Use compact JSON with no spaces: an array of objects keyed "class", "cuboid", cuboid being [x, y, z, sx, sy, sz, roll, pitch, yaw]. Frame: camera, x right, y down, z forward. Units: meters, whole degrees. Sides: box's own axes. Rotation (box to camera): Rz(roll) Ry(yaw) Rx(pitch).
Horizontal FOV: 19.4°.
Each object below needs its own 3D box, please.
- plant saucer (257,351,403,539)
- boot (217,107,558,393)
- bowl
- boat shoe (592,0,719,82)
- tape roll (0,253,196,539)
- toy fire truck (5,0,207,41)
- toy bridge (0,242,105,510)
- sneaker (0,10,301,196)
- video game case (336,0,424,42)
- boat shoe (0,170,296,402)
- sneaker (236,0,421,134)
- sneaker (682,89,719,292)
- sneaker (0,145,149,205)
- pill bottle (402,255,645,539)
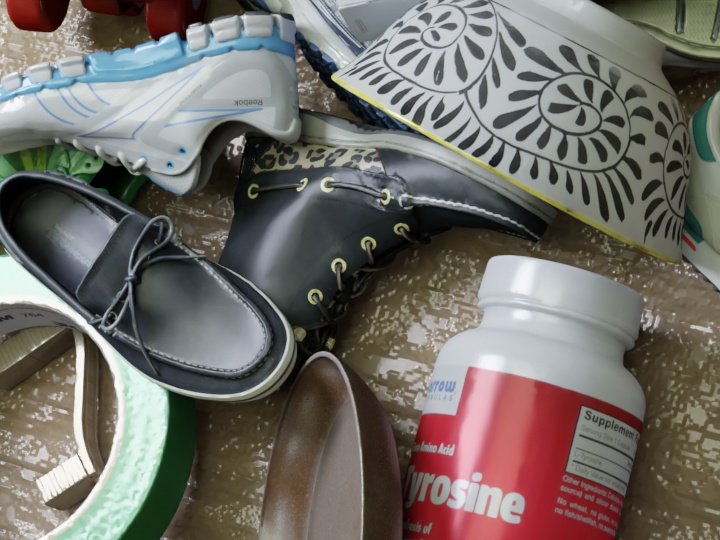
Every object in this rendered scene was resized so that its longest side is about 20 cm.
[{"class":"plant saucer","cuboid":[-0.015,0.143,1.077,0.032,0.200,0.202,6,74,-15]},{"class":"boot","cuboid":[0.000,0.000,1.155,0.203,0.073,0.155,16,83,33]},{"class":"bowl","cuboid":[0.094,-0.090,1.055,0.200,0.200,0.095,32,97,25]},{"class":"boat shoe","cuboid":[0.159,-0.139,1.139,0.199,0.068,0.075,7,75,20]},{"class":"tape roll","cuboid":[-0.193,0.092,1.183,0.199,0.048,0.202,-5,71,14]},{"class":"toy fire truck","cuboid":[-0.150,-0.229,1.212,0.111,0.200,0.169,6,81,10]},{"class":"toy bridge","cuboid":[-0.191,0.045,1.239,0.067,0.027,0.201,-34,66,7]},{"class":"sneaker","cuboid":[-0.125,-0.079,1.157,0.199,0.075,0.087,-13,87,10]},{"class":"video game case","cuboid":[0.077,-0.233,1.140,0.180,0.045,0.201,-9,65,17]},{"class":"boat shoe","cuboid":[-0.122,0.006,1.133,0.199,0.062,0.075,33,81,21]},{"class":"sneaker","cuboid":[-0.003,-0.151,1.202,0.085,0.077,0.200,-43,67,-3]},{"class":"sneaker","cuboid":[0.229,-0.012,1.053,0.070,0.094,0.200,-25,57,-31]},{"class":"sneaker","cuboid":[-0.182,-0.052,1.224,0.199,0.074,0.084,-29,68,-3]},{"class":"pill bottle","cuboid":[0.081,0.100,1.075,0.112,0.112,0.201,11,78,23]}]
